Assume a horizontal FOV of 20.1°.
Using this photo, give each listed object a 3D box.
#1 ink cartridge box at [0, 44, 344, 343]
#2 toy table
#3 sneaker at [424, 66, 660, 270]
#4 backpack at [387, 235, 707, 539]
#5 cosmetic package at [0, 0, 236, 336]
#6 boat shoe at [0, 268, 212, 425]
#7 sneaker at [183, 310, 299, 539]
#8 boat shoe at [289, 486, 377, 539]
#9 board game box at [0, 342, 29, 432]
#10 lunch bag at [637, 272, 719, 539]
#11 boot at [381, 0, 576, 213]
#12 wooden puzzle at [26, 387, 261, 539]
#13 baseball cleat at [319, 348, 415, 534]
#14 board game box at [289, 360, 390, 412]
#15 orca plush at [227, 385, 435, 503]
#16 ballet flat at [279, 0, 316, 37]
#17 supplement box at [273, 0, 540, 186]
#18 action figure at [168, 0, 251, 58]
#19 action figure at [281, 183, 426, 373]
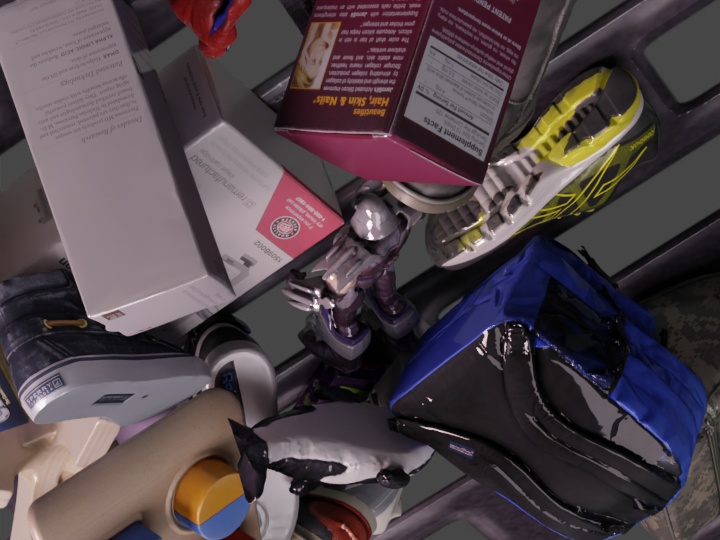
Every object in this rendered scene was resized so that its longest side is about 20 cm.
[{"bbox_3d":[-0.136,-0.036,1.379,0.200,0.083,0.146,-35,137,16],"label":"ink cartridge box"},{"bbox_3d":[-0.223,0.130,1.494,0.200,0.117,0.184,1,134,-21],"label":"toy table"},{"bbox_3d":[0.137,-0.058,1.473,0.200,0.075,0.085,-38,136,18],"label":"sneaker"},{"bbox_3d":[0.157,0.086,1.492,0.200,0.168,0.162,40,137,-10],"label":"backpack"},{"bbox_3d":[-0.150,-0.067,1.235,0.081,0.200,0.113,-22,173,2],"label":"cosmetic package"},{"bbox_3d":[-0.170,0.048,1.347,0.071,0.091,0.200,-33,164,17],"label":"boat shoe"},{"bbox_3d":[-0.094,0.124,1.533,0.073,0.112,0.200,-6,115,-13],"label":"sneaker"},{"bbox_3d":[-0.081,0.203,1.594,0.200,0.063,0.071,4,133,37],"label":"boat shoe"},{"bbox_3d":[-0.271,-0.004,1.320,0.035,0.136,0.200,-19,138,-3],"label":"board game box"},{"bbox_3d":[0.272,0.106,1.663,0.168,0.139,0.200,-35,141,-11],"label":"lunch bag"},{"bbox_3d":[0.095,-0.151,1.318,0.073,0.182,0.200,34,135,5],"label":"boot"},{"bbox_3d":[-0.134,0.208,1.422,0.185,0.046,0.200,-32,127,-34],"label":"wooden puzzle"},{"bbox_3d":[-0.002,0.141,1.590,0.106,0.070,0.200,1,131,-15],"label":"baseball cleat"},{"bbox_3d":[-0.020,0.151,1.664,0.120,0.032,0.200,15,127,-30],"label":"board game box"},{"bbox_3d":[-0.027,0.146,1.467,0.200,0.105,0.071,-15,140,-58],"label":"orca plush"},{"bbox_3d":[0.003,-0.148,1.322,0.072,0.072,0.200,-27,137,7],"label":"ballet flat"},{"bbox_3d":[0.039,-0.158,1.224,0.086,0.110,0.200,25,78,-39],"label":"supplement box"},{"bbox_3d":[-0.087,-0.197,1.241,0.052,0.065,0.200,-35,156,-27],"label":"action figure"},{"bbox_3d":[0.000,0.000,1.463,0.130,0.069,0.200,-34,154,-22],"label":"action figure"}]
